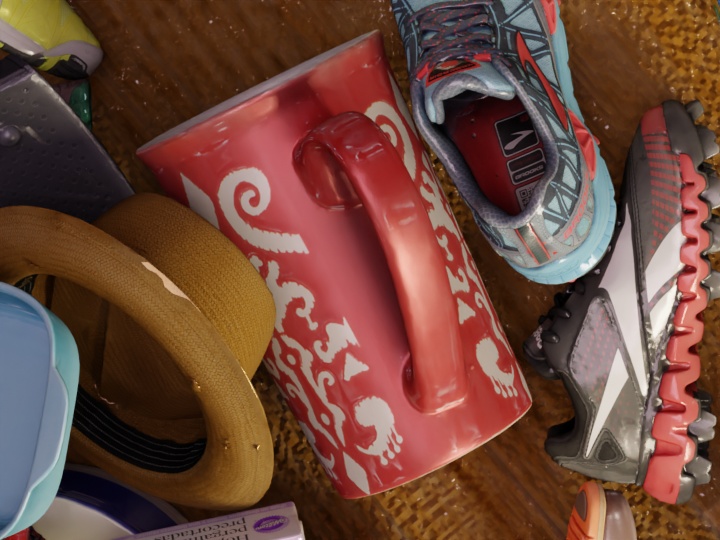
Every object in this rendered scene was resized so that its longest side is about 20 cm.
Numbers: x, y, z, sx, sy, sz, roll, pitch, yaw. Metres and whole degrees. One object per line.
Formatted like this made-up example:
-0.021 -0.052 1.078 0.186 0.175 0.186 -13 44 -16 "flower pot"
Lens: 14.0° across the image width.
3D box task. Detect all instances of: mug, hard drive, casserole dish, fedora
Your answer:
-0.010 0.004 1.412 0.133 0.178 0.200 -25 97 11 "mug"
-0.169 -0.012 1.424 0.135 0.042 0.200 -27 133 4 "hard drive"
-0.201 0.059 1.347 0.200 0.039 0.121 9 89 36 "casserole dish"
-0.098 0.025 1.372 0.201 0.201 0.082 41 61 2 "fedora"

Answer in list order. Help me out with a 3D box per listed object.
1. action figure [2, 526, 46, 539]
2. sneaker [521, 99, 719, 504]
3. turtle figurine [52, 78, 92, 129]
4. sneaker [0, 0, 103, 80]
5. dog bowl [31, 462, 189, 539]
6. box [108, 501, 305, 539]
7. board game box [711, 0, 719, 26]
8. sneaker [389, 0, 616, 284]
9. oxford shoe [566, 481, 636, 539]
-0.210 0.110 1.418 0.200 0.065 0.099 12 106 6 "action figure"
0.130 0.014 1.442 0.098 0.071 0.201 4 98 4 "sneaker"
-0.233 -0.050 1.461 0.200 0.101 0.150 -2 140 -5 "turtle figurine"
-0.201 -0.175 1.465 0.200 0.075 0.076 43 89 -5 "sneaker"
-0.164 0.202 1.495 0.200 0.079 0.200 1 96 7 "dog bowl"
-0.123 0.153 1.374 0.200 0.039 0.042 -11 111 -4 "box"
0.240 -0.208 1.341 0.200 0.057 0.166 -21 95 -14 "board game box"
0.062 -0.094 1.408 0.079 0.096 0.200 -30 69 15 "sneaker"
0.143 0.199 1.467 0.073 0.071 0.200 -8 103 -2 "oxford shoe"
